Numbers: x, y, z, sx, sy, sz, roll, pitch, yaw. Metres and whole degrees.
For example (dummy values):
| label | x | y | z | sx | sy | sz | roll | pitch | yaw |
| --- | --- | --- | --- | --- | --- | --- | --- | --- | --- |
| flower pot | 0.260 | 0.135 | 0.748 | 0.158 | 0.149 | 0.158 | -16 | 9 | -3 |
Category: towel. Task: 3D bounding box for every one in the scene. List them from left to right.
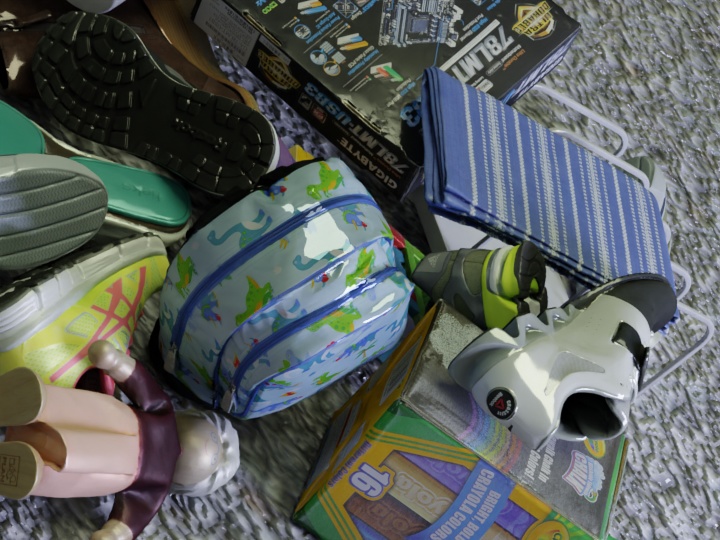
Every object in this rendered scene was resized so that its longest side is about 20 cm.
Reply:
| label | x | y | z | sx | sy | sz | roll | pitch | yaw |
| --- | --- | --- | --- | --- | --- | --- | --- | --- | --- |
| towel | 0.122 | -0.047 | 1.809 | 0.200 | 0.024 | 0.145 | 28 | 34 | -23 |

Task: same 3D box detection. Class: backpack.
| label | x | y | z | sx | sy | sz | roll | pitch | yaw |
| --- | --- | --- | --- | --- | --- | --- | --- | --- | --- |
| backpack | -0.042 | 0.011 | 1.619 | 0.163 | 0.200 | 0.154 | -24 | 62 | -14 |

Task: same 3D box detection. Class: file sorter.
| label | x | y | z | sx | sy | sz | roll | pitch | yaw |
| --- | --- | --- | --- | --- | --- | --- | --- | --- | --- |
| file sorter | 0.142 | -0.014 | 1.936 | 0.139 | 0.124 | 0.200 | 25 | 34 | -41 |

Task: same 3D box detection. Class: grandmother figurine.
| label | x | y | z | sx | sy | sz | roll | pitch | yaw |
| --- | --- | --- | --- | --- | --- | --- | --- | --- | --- |
| grandmother figurine | -0.136 | 0.102 | 1.559 | 0.060 | 0.122 | 0.200 | 12 | 3 | 32 |

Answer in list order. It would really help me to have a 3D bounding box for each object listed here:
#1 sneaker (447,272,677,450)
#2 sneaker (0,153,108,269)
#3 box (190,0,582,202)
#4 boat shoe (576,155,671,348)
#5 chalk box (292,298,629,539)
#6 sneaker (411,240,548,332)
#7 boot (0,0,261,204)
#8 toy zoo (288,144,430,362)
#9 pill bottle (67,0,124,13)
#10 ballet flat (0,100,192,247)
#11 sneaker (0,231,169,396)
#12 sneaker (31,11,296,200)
| label | x | y | z | sx | sy | sz | roll | pitch | yaw |
| --- | --- | --- | --- | --- | --- | --- | --- | --- | --- |
| sneaker | 0.142 | 0.063 | 1.690 | 0.200 | 0.074 | 0.089 | -22 | 67 | -46 |
| sneaker | -0.243 | -0.043 | 1.609 | 0.200 | 0.073 | 0.071 | -4 | 31 | -37 |
| box | 0.020 | -0.172 | 1.892 | 0.198 | 0.050 | 0.200 | 42 | 54 | 8 |
| boat shoe | 0.201 | -0.011 | 2.082 | 0.062 | 0.072 | 0.200 | 55 | 29 | -26 |
| chalk box | 0.081 | 0.142 | 1.709 | 0.200 | 0.124 | 0.125 | 37 | 31 | -8 |
| sneaker | 0.081 | 0.049 | 1.790 | 0.081 | 0.200 | 0.074 | 10 | 50 | 17 |
| boot | -0.162 | -0.114 | 1.829 | 0.166 | 0.072 | 0.200 | -3 | 53 | -33 |
| toy zoo | 0.000 | 0.000 | 1.827 | 0.200 | 0.020 | 0.131 | 41 | 26 | -38 |
| pill bottle | -0.123 | -0.256 | 1.839 | 0.112 | 0.112 | 0.200 | 46 | 56 | 7 |
| ballet flat | -0.202 | -0.053 | 1.697 | 0.200 | 0.069 | 0.070 | 22 | 37 | -21 |
| sneaker | -0.167 | 0.037 | 1.632 | 0.200 | 0.078 | 0.091 | -33 | 102 | -62 |
| sneaker | -0.124 | -0.092 | 1.760 | 0.200 | 0.076 | 0.088 | 34 | -3 | 25 |
